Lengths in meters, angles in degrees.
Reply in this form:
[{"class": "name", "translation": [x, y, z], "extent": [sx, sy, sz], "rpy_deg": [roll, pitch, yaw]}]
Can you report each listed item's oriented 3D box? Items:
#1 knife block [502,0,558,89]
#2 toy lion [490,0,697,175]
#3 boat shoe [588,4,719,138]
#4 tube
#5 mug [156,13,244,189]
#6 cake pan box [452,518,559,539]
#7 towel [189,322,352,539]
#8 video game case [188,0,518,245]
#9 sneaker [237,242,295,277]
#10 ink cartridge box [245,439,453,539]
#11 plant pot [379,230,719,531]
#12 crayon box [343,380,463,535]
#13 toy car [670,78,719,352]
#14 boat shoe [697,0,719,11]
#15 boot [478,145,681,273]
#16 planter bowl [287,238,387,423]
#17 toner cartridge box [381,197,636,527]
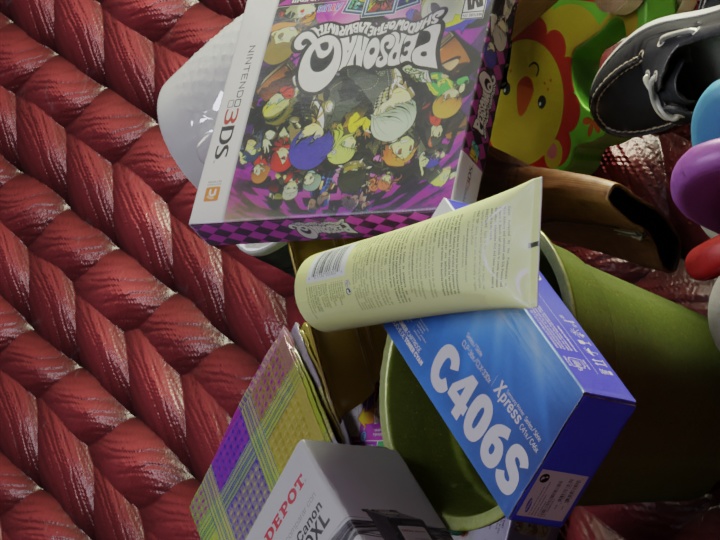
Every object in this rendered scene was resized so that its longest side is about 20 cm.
[{"class": "knife block", "translation": [0.045, -0.178, 1.751], "extent": [0.175, 0.200, 0.064], "rpy_deg": [-39, 58, 19]}, {"class": "toy lion", "translation": [0.146, -0.138, 1.800], "extent": [0.200, 0.068, 0.193], "rpy_deg": [17, 102, 56]}, {"class": "boat shoe", "translation": [0.222, -0.128, 1.644], "extent": [0.200, 0.074, 0.060], "rpy_deg": [-18, 21, 41]}, {"class": "tube", "translation": [0.040, 0.000, 1.507], "extent": [0.200, 0.052, 0.058], "rpy_deg": [-15, 109, 49]}, {"class": "mug", "translation": [-0.063, -0.137, 1.990], "extent": [0.175, 0.200, 0.148], "rpy_deg": [-39, 92, 32]}, {"class": "cake pan box", "translation": [0.060, 0.225, 1.821], "extent": [0.184, 0.052, 0.201], "rpy_deg": [20, 97, 59]}, {"class": "towel", "translation": [-0.066, 0.153, 1.861], "extent": [0.200, 0.023, 0.144], "rpy_deg": [-61, 35, 32]}, {"class": "video game case", "translation": [-0.004, -0.106, 1.653], "extent": [0.199, 0.036, 0.182], "rpy_deg": [-2, 61, 30]}, {"class": "sneaker", "translation": [0.002, -0.060, 1.979], "extent": [0.200, 0.099, 0.071], "rpy_deg": [-31, 61, 10]}, {"class": "ink cartridge box", "translation": [0.001, 0.222, 1.545], "extent": [0.146, 0.083, 0.200], "rpy_deg": [-61, 40, 25]}, {"class": "plant pot", "translation": [0.146, 0.077, 1.612], "extent": [0.200, 0.189, 0.201], "rpy_deg": [-23, 61, 52]}, {"class": "crayon box", "translation": [0.003, 0.131, 1.840], "extent": [0.200, 0.058, 0.119], "rpy_deg": [-7, 73, 56]}, {"class": "toy car", "translation": [0.255, -0.035, 1.519], "extent": [0.175, 0.149, 0.201], "rpy_deg": [-32, 55, 48]}, {"class": "boat shoe", "translation": [0.261, -0.220, 1.640], "extent": [0.200, 0.066, 0.075], "rpy_deg": [-55, 41, 31]}, {"class": "boot", "translation": [0.097, -0.060, 1.705], "extent": [0.200, 0.188, 0.069], "rpy_deg": [19, 71, 47]}, {"class": "planter bowl", "translation": [0.000, 0.000, 1.750], "extent": [0.200, 0.083, 0.201], "rpy_deg": [-14, -90, -89]}, {"class": "toner cartridge box", "translation": [0.084, 0.052, 1.502], "extent": [0.095, 0.043, 0.200], "rpy_deg": [-60, 37, 22]}]
